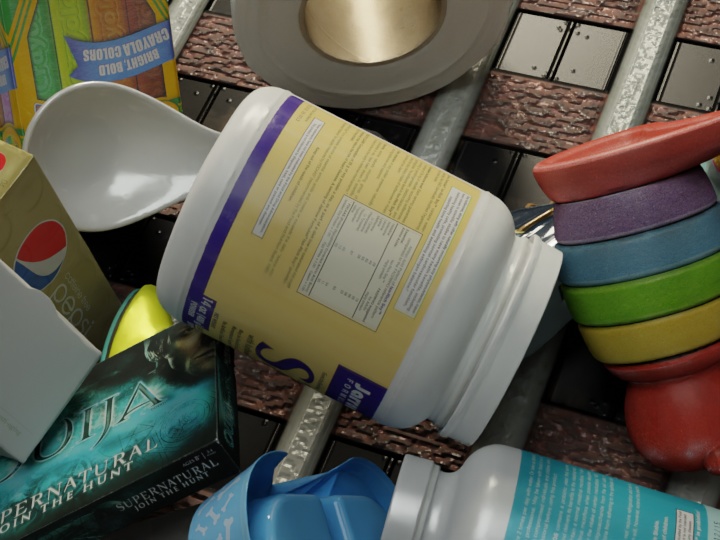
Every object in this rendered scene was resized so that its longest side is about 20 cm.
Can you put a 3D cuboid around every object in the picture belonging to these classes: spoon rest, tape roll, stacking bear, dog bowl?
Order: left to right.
[{"bbox_3d":[-0.133,-0.080,1.000,0.198,0.101,0.060,-7,18,-33],"label":"spoon rest"},{"bbox_3d":[-0.026,0.164,0.823,0.049,0.199,0.113,-25,71,23],"label":"dog bowl"},{"bbox_3d":[0.006,-0.205,1.042,0.200,0.203,0.071,-12,55,5],"label":"tape roll"},{"bbox_3d":[0.179,0.020,0.874,0.113,0.121,0.202,-19,97,-25],"label":"stacking bear"}]

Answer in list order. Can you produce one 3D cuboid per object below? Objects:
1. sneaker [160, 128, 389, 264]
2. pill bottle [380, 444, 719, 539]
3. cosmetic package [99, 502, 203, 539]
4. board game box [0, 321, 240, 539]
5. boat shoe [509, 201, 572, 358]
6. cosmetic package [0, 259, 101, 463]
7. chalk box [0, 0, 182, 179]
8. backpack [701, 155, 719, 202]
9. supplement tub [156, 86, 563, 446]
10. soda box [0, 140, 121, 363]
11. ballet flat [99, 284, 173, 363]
[{"bbox_3d":[-0.042,-0.027,1.011,0.199,0.072,0.083,-32,62,-14],"label":"sneaker"},{"bbox_3d":[0.110,0.162,0.810,0.198,0.111,0.112,17,61,4],"label":"pill bottle"},{"bbox_3d":[-0.136,0.215,0.873,0.198,0.091,0.108,-14,56,0],"label":"cosmetic package"},{"bbox_3d":[-0.163,0.107,0.858,0.198,0.028,0.136,-27,31,9],"label":"board game box"},{"bbox_3d":[0.132,-0.023,0.975,0.199,0.071,0.091,-32,39,-21],"label":"boat shoe"},{"bbox_3d":[-0.260,0.042,0.902,0.199,0.108,0.085,4,54,53],"label":"cosmetic package"},{"bbox_3d":[-0.207,-0.133,1.048,0.123,0.202,0.123,-17,19,-30],"label":"chalk box"},{"bbox_3d":[0.308,-0.051,0.899,0.175,0.154,0.201,-33,73,-13],"label":"backpack"},{"bbox_3d":[0.000,0.000,0.843,0.198,0.146,0.146,27,64,2],"label":"supplement tub"},{"bbox_3d":[-0.218,-0.001,0.958,0.064,0.201,0.068,22,65,24],"label":"soda box"},{"bbox_3d":[-0.145,0.096,0.953,0.066,0.067,0.201,6,50,20],"label":"ballet flat"}]
